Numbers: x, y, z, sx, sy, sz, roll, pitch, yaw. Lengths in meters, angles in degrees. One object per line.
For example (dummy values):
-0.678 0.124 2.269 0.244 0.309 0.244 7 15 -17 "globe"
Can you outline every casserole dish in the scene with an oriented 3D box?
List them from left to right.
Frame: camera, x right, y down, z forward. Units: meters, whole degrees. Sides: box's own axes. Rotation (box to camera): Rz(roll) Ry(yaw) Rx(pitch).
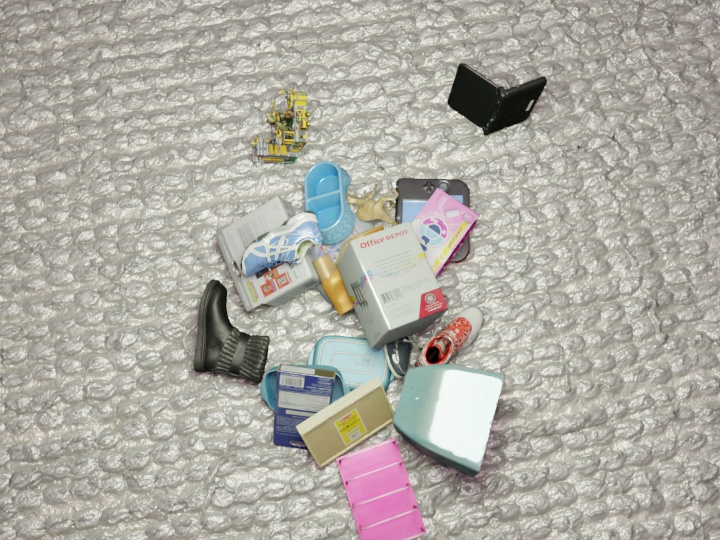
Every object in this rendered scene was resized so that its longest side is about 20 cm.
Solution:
-0.115 0.250 1.648 0.196 0.123 0.039 0 30 11 "casserole dish"
-0.018 0.204 1.694 0.196 0.039 0.123 8 75 -1 "casserole dish"

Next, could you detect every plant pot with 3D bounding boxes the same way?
0.174 0.297 1.613 0.197 0.196 0.199 16 75 10 "plant pot"

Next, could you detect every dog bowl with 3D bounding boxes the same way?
-0.076 -0.161 1.762 0.110 0.050 0.203 -13 62 16 "dog bowl"

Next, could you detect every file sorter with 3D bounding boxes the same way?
0.044 0.461 1.589 0.137 0.126 0.203 -17 76 -6 "file sorter"

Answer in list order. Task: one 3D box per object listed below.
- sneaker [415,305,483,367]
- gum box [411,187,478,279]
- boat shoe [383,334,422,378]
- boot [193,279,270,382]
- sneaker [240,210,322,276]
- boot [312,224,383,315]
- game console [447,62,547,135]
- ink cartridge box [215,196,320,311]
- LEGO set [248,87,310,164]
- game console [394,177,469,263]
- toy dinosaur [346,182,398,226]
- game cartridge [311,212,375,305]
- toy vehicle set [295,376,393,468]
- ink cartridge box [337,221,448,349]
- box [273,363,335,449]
0.203 0.148 1.689 0.201 0.108 0.067 -41 80 -12 "sneaker"
0.169 -0.076 1.742 0.113 0.066 0.201 34 80 13 "gum box"
0.094 0.134 1.693 0.061 0.075 0.203 -18 55 30 "boat shoe"
-0.271 0.131 1.687 0.155 0.079 0.215 5 85 6 "boot"
-0.168 -0.044 1.627 0.199 0.076 0.078 -34 70 12 "sneaker"
0.000 0.000 1.716 0.200 0.071 0.145 -32 95 -24 "boot"
0.313 -0.412 1.796 0.173 0.200 0.118 -21 77 -8 "game console"
-0.204 -0.031 1.722 0.174 0.084 0.203 -27 76 13 "ink cartridge box"
-0.194 -0.324 1.760 0.114 0.200 0.157 0 88 -20 "LEGO set"
0.167 -0.117 1.799 0.173 0.031 0.204 3 74 -2 "game console"
0.041 -0.142 1.772 0.101 0.059 0.199 -38 50 -25 "toy dinosaur"
-0.037 -0.034 1.767 0.200 0.042 0.133 -43 85 -12 "game cartridge"
-0.027 0.321 1.630 0.198 0.125 0.027 -30 40 -11 "toy vehicle set"
0.062 0.031 1.599 0.143 0.145 0.203 -18 75 -20 "ink cartridge box"
-0.121 0.291 1.627 0.119 0.033 0.203 7 119 0 "box"
